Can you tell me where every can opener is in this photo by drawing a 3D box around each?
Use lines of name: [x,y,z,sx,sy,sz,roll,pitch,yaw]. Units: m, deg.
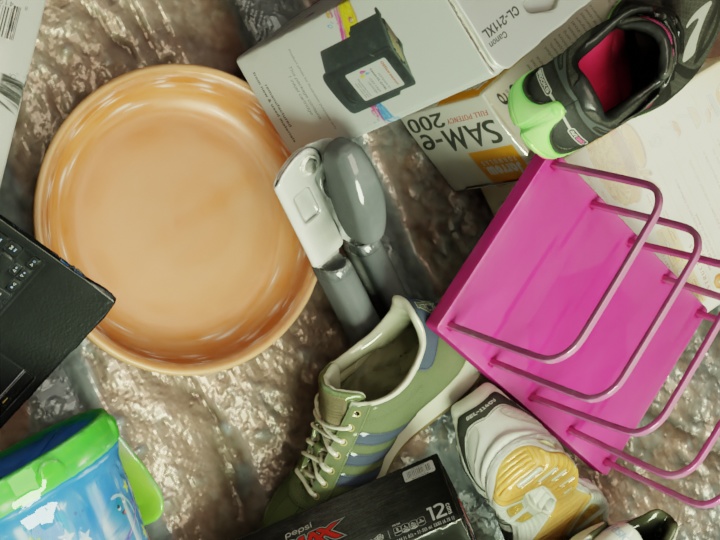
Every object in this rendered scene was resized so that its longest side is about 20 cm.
can opener: [0.000,0.000,1.126,0.053,0.066,0.201,-40,130,-20]

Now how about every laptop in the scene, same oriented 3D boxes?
laptop: [-0.273,0.040,0.964,0.200,0.104,0.177,37,116,-19]

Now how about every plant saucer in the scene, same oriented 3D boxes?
plant saucer: [-0.118,-0.033,1.121,0.199,0.037,0.202,2,86,-25]

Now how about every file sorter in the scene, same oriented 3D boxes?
file sorter: [0.173,0.043,1.102,0.200,0.125,0.139,41,78,-35]

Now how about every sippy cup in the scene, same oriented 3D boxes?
sippy cup: [-0.181,0.171,1.022,0.177,0.139,0.131,-30,96,-25]

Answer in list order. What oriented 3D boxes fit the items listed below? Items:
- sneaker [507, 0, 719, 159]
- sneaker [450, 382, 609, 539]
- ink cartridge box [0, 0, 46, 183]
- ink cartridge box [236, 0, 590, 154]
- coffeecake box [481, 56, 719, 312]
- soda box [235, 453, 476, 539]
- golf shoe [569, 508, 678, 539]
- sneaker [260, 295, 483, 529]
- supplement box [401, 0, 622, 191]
sneaker: [0.179,-0.133,1.088,0.200,0.084,0.077,-41,102,-35]
sneaker: [0.112,0.137,1.166,0.075,0.200,0.088,-33,58,-6]
ink cartridge box: [-0.277,-0.123,1.026,0.145,0.084,0.201,17,82,-23]
ink cartridge box: [0.040,-0.161,1.093,0.146,0.199,0.083,-41,104,-38]
coffeecake box: [0.210,-0.042,1.250,0.199,0.073,0.154,-31,102,-23]
soda box: [-0.024,0.195,1.084,0.199,0.063,0.071,-23,128,3]
golf shoe: [0.139,0.200,1.132,0.078,0.098,0.199,44,30,24]
sneaker: [-0.009,0.097,1.115,0.200,0.067,0.090,-48,137,0]
supplement box: [0.138,-0.148,1.194,0.200,0.126,0.074,-44,105,-21]
